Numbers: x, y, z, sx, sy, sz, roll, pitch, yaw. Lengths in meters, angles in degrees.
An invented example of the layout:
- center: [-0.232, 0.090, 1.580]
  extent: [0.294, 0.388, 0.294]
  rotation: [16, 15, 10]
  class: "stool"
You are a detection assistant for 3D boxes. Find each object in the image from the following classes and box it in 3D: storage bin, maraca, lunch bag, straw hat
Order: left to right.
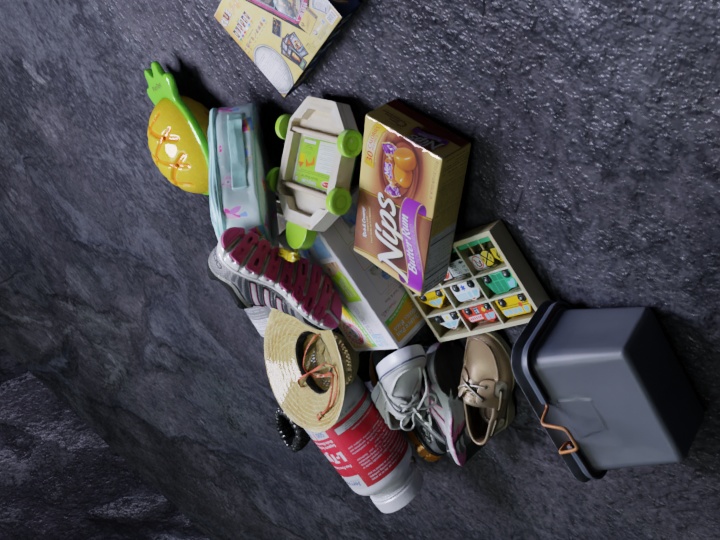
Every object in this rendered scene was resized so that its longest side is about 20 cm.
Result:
- center: [-0.259, -0.202, 1.428]
  extent: [0.137, 0.106, 0.202]
  rotation: [-8, 109, 61]
  class: "maraca"
- center: [-0.159, -0.116, 1.316]
  extent: [0.161, 0.076, 0.202]
  rotation: [79, -178, -61]
  class: "lunch bag"
- center: [-0.050, 0.127, 1.403]
  extent: [0.200, 0.084, 0.204]
  rotation: [16, 110, 51]
  class: "straw hat"
- center: [0.277, 0.135, 1.092]
  extent: [0.134, 0.146, 0.201]
  rotation: [-13, 117, 47]
  class: "storage bin"

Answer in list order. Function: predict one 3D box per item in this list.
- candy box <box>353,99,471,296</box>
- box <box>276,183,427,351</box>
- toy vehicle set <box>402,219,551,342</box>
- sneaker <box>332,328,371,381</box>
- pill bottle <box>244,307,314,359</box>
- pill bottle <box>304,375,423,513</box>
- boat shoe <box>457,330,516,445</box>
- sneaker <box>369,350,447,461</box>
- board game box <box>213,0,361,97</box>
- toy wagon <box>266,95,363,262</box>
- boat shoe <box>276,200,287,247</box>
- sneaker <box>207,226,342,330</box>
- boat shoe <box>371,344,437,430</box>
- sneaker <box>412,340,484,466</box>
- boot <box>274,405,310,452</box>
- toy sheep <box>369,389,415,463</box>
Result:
- center: [0.055, -0.083, 1.155]
  extent: [0.116, 0.056, 0.201]
  rotation: [35, 137, 28]
  class: "candy box"
- center: [0.000, 0.000, 1.324]
  extent: [0.201, 0.101, 0.112]
  rotation: [55, 150, -15]
  class: "box"
- center: [0.133, 0.018, 1.221]
  extent: [0.125, 0.026, 0.199]
  rotation: [56, 146, -10]
  class: "toy vehicle set"
- center: [-0.025, 0.089, 1.484]
  extent: [0.089, 0.078, 0.201]
  rotation: [36, 163, 55]
  class: "sneaker"
- center: [-0.124, 0.046, 1.541]
  extent: [0.113, 0.114, 0.201]
  rotation: [2, 128, 53]
  class: "pill bottle"
- center: [0.005, 0.259, 1.477]
  extent: [0.201, 0.112, 0.112]
  rotation: [53, 151, -14]
  class: "pill bottle"
- center: [0.168, 0.157, 1.328]
  extent: [0.071, 0.064, 0.201]
  rotation: [23, 142, 37]
  class: "boat shoe"
- center: [0.086, 0.189, 1.489]
  extent: [0.077, 0.078, 0.201]
  rotation: [-30, 99, 35]
  class: "sneaker"
- center: [-0.090, -0.301, 1.141]
  extent: [0.136, 0.035, 0.200]
  rotation: [49, 152, -3]
  class: "board game box"
- center: [-0.061, -0.109, 1.216]
  extent: [0.155, 0.039, 0.202]
  rotation: [23, 105, 52]
  class: "toy wagon"
- center: [-0.114, -0.071, 1.454]
  extent: [0.199, 0.063, 0.074]
  rotation: [21, 130, 30]
  class: "boat shoe"
- center: [-0.114, 0.020, 1.268]
  extent: [0.199, 0.074, 0.087]
  rotation: [32, 142, -25]
  class: "sneaker"
- center: [0.060, 0.174, 1.355]
  extent: [0.202, 0.074, 0.087]
  rotation: [108, 141, -60]
  class: "boat shoe"
- center: [0.124, 0.181, 1.423]
  extent: [0.086, 0.080, 0.202]
  rotation: [16, 126, 53]
  class: "sneaker"
- center: [-0.059, 0.262, 1.674]
  extent: [0.079, 0.158, 0.212]
  rotation: [19, 141, 41]
  class: "boot"
- center: [0.020, 0.257, 1.599]
  extent: [0.137, 0.138, 0.201]
  rotation: [23, 142, 37]
  class: "toy sheep"
